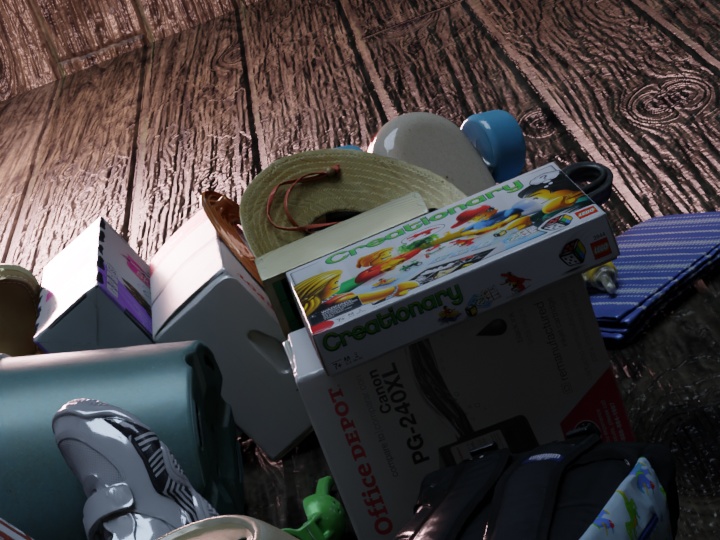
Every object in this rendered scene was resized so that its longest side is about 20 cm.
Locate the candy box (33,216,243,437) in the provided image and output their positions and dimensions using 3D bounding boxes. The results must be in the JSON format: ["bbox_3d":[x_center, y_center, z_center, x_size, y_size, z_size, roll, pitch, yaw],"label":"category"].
[{"bbox_3d":[-0.179,0.061,1.596,0.071,0.168,0.200,-41,17,6],"label":"candy box"}]

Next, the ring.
[{"bbox_3d":[-0.053,0.002,1.608,0.019,0.200,0.201,-45,16,7],"label":"ring"}]

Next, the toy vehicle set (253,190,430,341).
[{"bbox_3d":[0.013,0.046,1.397,0.123,0.201,0.027,-23,41,-2],"label":"toy vehicle set"}]

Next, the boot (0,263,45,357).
[{"bbox_3d":[-0.286,0.109,1.579,0.072,0.202,0.156,8,15,-13],"label":"boot"}]

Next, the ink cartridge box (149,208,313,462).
[{"bbox_3d":[-0.093,0.045,1.576,0.083,0.147,0.200,-41,16,7],"label":"ink cartridge box"}]

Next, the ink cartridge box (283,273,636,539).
[{"bbox_3d":[0.065,0.084,1.304,0.198,0.146,0.083,-21,21,1],"label":"ink cartridge box"}]

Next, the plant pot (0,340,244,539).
[{"bbox_3d":[-0.192,0.140,1.397,0.194,0.202,0.200,-10,19,7],"label":"plant pot"}]

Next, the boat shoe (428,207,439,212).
[{"bbox_3d":[0.055,-0.017,1.429,0.199,0.061,0.072,1,34,-10],"label":"boat shoe"}]

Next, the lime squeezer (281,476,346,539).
[{"bbox_3d":[-0.052,0.183,1.332,0.070,0.038,0.200,-9,23,35],"label":"lime squeezer"}]

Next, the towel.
[{"bbox_3d":[0.220,0.004,1.572,0.199,0.024,0.144,-33,18,-34],"label":"towel"}]

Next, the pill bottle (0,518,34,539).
[{"bbox_3d":[-0.266,0.199,1.243,0.112,0.200,0.113,-36,31,26],"label":"pill bottle"}]

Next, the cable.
[{"bbox_3d":[0.160,-0.030,1.594,0.096,0.051,0.200,-1,24,9],"label":"cable"}]

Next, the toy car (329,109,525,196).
[{"bbox_3d":[0.042,-0.020,1.692,0.183,0.178,0.200,-16,-16,-28],"label":"toy car"}]

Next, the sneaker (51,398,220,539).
[{"bbox_3d":[-0.152,0.176,1.240,0.115,0.200,0.075,-33,-16,-36],"label":"sneaker"}]

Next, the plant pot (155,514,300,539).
[{"bbox_3d":[-0.072,0.218,1.100,0.198,0.136,0.201,-19,19,6],"label":"plant pot"}]

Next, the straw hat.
[{"bbox_3d":[0.000,0.000,1.513,0.199,0.086,0.202,7,43,-6],"label":"straw hat"}]

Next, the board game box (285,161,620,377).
[{"bbox_3d":[0.055,-0.003,1.271,0.198,0.035,0.126,-23,20,-3],"label":"board game box"}]

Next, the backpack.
[{"bbox_3d":[0.085,0.174,1.067,0.162,0.155,0.200,-9,-1,18],"label":"backpack"}]
